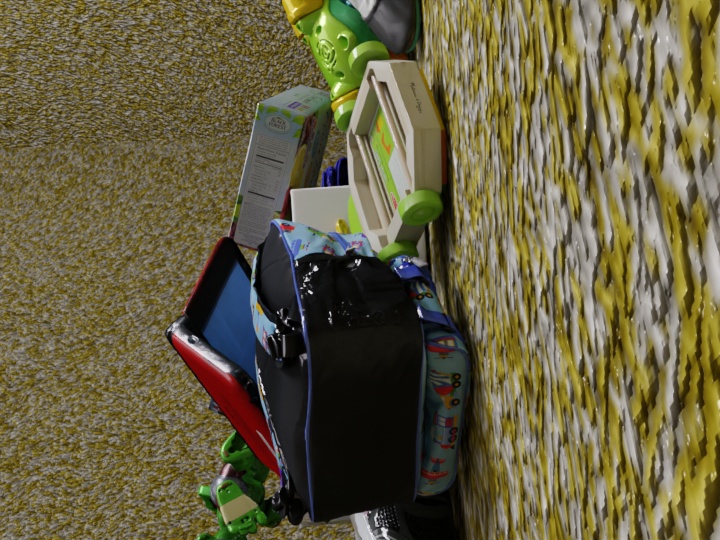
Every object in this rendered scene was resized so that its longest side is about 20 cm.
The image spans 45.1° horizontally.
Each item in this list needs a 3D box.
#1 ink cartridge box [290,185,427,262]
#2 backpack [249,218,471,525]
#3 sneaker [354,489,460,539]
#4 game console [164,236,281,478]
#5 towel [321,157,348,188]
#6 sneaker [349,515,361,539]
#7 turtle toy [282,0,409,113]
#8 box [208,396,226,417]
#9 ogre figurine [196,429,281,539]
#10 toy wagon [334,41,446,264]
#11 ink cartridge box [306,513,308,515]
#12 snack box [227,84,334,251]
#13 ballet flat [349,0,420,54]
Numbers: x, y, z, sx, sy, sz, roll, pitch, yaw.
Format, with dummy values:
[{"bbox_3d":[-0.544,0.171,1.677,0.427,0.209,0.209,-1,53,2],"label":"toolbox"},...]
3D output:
[{"bbox_3d":[0.000,0.000,0.852,0.129,0.124,0.201,97,169,-84],"label":"ink cartridge box"},{"bbox_3d":[-0.014,0.057,0.645,0.200,0.134,0.183,-115,22,-56],"label":"backpack"},{"bbox_3d":[0.039,0.154,0.703,0.200,0.080,0.087,-112,37,-56],"label":"sneaker"},{"bbox_3d":[-0.078,0.094,0.802,0.172,0.119,0.200,25,152,44],"label":"game console"},{"bbox_3d":[-0.028,-0.025,1.092,0.200,0.049,0.148,92,178,-58],"label":"towel"},{"bbox_3d":[0.039,0.261,0.793,0.085,0.073,0.201,40,161,48],"label":"sneaker"},{"bbox_3d":[-0.003,-0.227,0.894,0.146,0.101,0.200,63,-176,-6],"label":"turtle toy"},{"bbox_3d":[-0.107,0.057,0.996,0.200,0.038,0.137,-61,-8,-54],"label":"box"},{"bbox_3d":[-0.133,0.247,0.967,0.120,0.097,0.201,100,165,-55],"label":"ogre figurine"},{"bbox_3d":[0.017,-0.078,0.707,0.200,0.039,0.156,111,147,-58],"label":"toy wagon"},{"bbox_3d":[-0.006,0.234,0.970,0.200,0.144,0.084,88,177,-71],"label":"ink cartridge box"},{"bbox_3d":[-0.077,-0.113,0.912,0.200,0.053,0.143,-66,-7,-72],"label":"snack box"},{"bbox_3d":[0.009,-0.285,0.794,0.068,0.068,0.201,127,143,-58],"label":"ballet flat"}]
